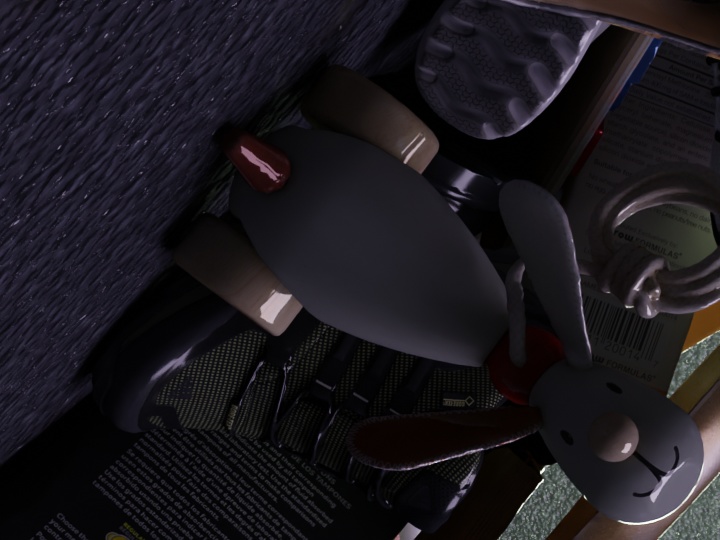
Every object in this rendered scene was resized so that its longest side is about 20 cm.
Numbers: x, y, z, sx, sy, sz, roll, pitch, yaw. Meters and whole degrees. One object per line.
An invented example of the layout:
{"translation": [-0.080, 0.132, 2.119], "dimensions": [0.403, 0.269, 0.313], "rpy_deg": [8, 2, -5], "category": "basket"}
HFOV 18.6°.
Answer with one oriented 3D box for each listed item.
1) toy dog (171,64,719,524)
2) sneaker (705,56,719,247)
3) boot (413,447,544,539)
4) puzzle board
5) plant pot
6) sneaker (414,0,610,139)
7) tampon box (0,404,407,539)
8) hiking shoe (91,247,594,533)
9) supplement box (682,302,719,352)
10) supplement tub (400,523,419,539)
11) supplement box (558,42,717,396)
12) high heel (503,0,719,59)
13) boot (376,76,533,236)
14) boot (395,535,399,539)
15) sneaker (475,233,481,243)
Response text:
{"translation": [0.022, 0.002, 0.725], "dimensions": [0.096, 0.200, 0.132], "rpy_deg": [34, 72, -67], "category": "toy dog"}
{"translation": [0.161, -0.098, 0.889], "dimensions": [0.076, 0.088, 0.200], "rpy_deg": [20, -79, 56], "category": "sneaker"}
{"translation": [0.014, 0.161, 0.881], "dimensions": [0.200, 0.068, 0.188], "rpy_deg": [-51, 174, 6], "category": "boot"}
{"translation": [0.099, -0.097, 0.951], "dimensions": [0.200, 0.017, 0.151], "rpy_deg": [119, -12, -49], "category": "puzzle board"}
{"translation": [0.130, 0.076, 0.911], "dimensions": [0.200, 0.027, 0.200], "rpy_deg": [-48, 174, -6], "category": "plant pot"}
{"translation": [0.092, -0.142, 0.818], "dimensions": [0.200, 0.075, 0.082], "rpy_deg": [-45, -170, 24], "category": "sneaker"}
{"translation": [-0.103, 0.146, 0.877], "dimensions": [0.200, 0.126, 0.150], "rpy_deg": [-42, 172, -49], "category": "tampon box"}
{"translation": [0.002, 0.047, 0.823], "dimensions": [0.200, 0.101, 0.076], "rpy_deg": [-6, 144, -17], "category": "hiking shoe"}
{"translation": [0.096, 0.036, 1.142], "dimensions": [0.200, 0.067, 0.069], "rpy_deg": [-32, -150, 19], "category": "supplement box"}
{"translation": [0.018, 0.107, 1.381], "dimensions": [0.145, 0.145, 0.200], "rpy_deg": [-53, 173, 36], "category": "supplement tub"}
{"translation": [0.120, -0.041, 1.002], "dimensions": [0.126, 0.073, 0.200], "rpy_deg": [170, -60, -82], "category": "supplement box"}
{"translation": [0.073, -0.085, 0.613], "dimensions": [0.071, 0.143, 0.200], "rpy_deg": [-53, 172, 34], "category": "high heel"}
{"translation": [-0.001, 0.000, 0.928], "dimensions": [0.162, 0.073, 0.198], "rpy_deg": [-54, 179, 12], "category": "boot"}
{"translation": [-0.036, 0.113, 1.076], "dimensions": [0.200, 0.107, 0.075], "rpy_deg": [-37, 178, -14], "category": "boot"}
{"translation": [0.092, -0.039, 1.095], "dimensions": [0.200, 0.087, 0.075], "rpy_deg": [-59, -165, 1], "category": "sneaker"}
